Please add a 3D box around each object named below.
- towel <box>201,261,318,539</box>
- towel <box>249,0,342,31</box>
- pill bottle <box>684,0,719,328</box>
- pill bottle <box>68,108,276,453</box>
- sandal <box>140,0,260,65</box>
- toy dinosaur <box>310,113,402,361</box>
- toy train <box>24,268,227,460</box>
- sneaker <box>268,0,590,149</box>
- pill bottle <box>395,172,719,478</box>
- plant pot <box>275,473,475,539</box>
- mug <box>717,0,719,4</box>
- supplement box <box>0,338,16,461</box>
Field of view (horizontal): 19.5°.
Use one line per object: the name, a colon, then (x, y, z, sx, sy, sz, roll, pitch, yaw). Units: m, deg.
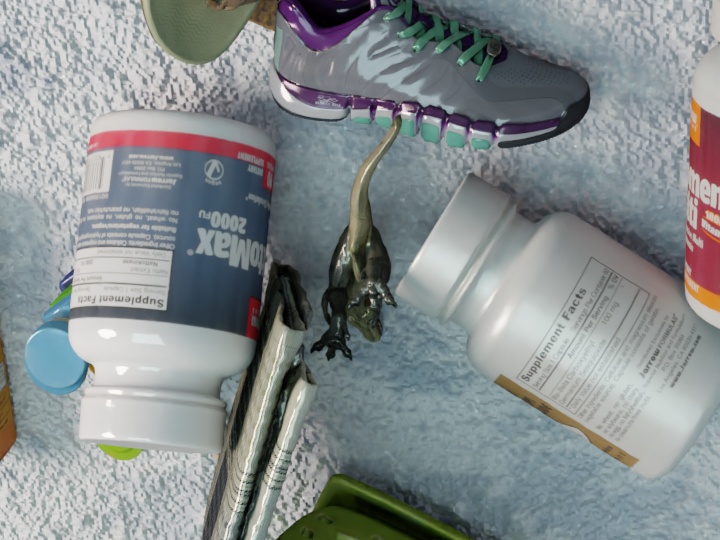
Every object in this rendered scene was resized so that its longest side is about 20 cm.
towel: (-0.063, 0.105, 1.319, 0.034, 0.193, 0.201, 14, 101, -6)
towel: (-0.036, -0.232, 1.235, 0.146, 0.022, 0.200, 19, 125, -30)
pill bottle: (0.244, -0.071, 1.210, 0.109, 0.110, 0.201, 5, 115, 15)
pill bottle: (-0.119, 0.010, 1.307, 0.119, 0.120, 0.202, 3, 82, 16)
sandal: (-0.064, -0.197, 1.204, 0.079, 0.058, 0.201, 18, 126, -30)
toy dinosaur: (0.000, 0.000, 1.297, 0.047, 0.089, 0.201, 8, 144, -2)
toy train: (-0.139, 0.091, 1.399, 0.084, 0.116, 0.200, -31, 102, 27)
sneaker: (0.039, -0.129, 1.256, 0.198, 0.075, 0.088, 6, 128, 10)
pill bottle: (0.127, 0.030, 1.291, 0.199, 0.114, 0.115, 32, 119, 1)
plant pot: (0.010, 0.265, 1.397, 0.199, 0.182, 0.200, 27, 118, 4)
mug: (0.274, -0.201, 1.098, 0.200, 0.177, 0.133, -47, 111, -5)
supplement box: (-0.290, 0.042, 1.453, 0.066, 0.069, 0.201, 3, 116, 15)
